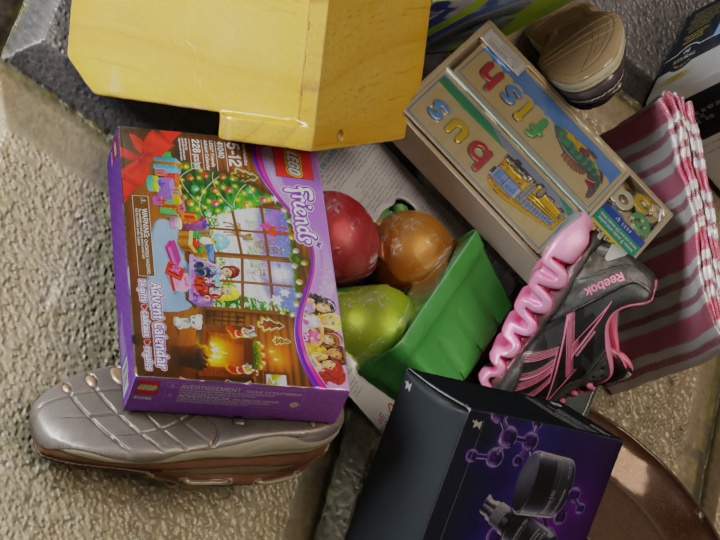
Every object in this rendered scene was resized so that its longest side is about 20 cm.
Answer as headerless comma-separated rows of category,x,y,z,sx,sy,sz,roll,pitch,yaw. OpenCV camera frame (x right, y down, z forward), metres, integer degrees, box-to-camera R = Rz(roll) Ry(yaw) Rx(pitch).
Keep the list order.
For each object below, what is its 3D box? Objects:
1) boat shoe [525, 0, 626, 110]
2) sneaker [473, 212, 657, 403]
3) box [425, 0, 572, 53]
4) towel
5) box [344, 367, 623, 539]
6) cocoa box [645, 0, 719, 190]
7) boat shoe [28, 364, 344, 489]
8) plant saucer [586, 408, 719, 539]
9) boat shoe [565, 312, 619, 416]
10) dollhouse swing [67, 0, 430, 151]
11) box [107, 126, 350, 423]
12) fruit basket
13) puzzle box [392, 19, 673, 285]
boat shoe,0.171,-0.155,1.734,0.065,0.072,0.200,59,3,-17
sneaker,0.134,0.064,1.561,0.095,0.201,0.079,28,20,1
box,0.061,-0.198,1.668,0.199,0.122,0.048,-11,80,-44
towel,0.212,-0.018,1.718,0.030,0.146,0.202,0,73,-30
box,0.067,0.179,1.489,0.140,0.079,0.201,14,100,-35
cocoa box,0.360,-0.164,1.868,0.133,0.199,0.132,46,48,-18
boat shoe,-0.109,0.107,1.426,0.198,0.072,0.076,2,46,-19
plant saucer,0.183,0.176,1.644,0.200,0.037,0.201,35,23,-17
boat shoe,0.153,0.047,1.666,0.073,0.062,0.201,37,37,-17
dollhouse swing,-0.069,-0.194,1.524,0.181,0.175,0.202,-12,111,-60
box,-0.086,0.001,1.447,0.136,0.039,0.201,5,51,-17
fruit basket,0.000,0.000,1.573,0.200,0.094,0.186,42,49,-8
puzzle box,0.119,-0.071,1.634,0.200,0.025,0.133,46,52,-1
